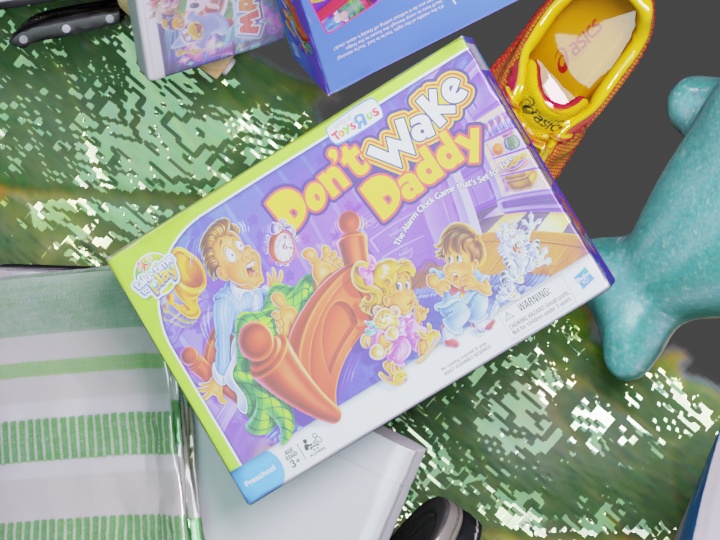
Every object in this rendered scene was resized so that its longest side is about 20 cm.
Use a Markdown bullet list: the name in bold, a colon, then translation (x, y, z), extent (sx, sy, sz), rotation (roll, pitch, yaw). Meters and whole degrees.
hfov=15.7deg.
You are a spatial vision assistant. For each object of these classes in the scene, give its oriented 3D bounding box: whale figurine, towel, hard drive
- **whale figurine**: translation (0.181, -0.028, 1.255), extent (0.199, 0.104, 0.160), rotation (-32, 67, 20)
- **towel**: translation (-0.149, 0.101, 1.313), extent (0.151, 0.023, 0.202), rotation (-7, 89, 23)
- **hard drive**: translation (-0.063, 0.153, 1.308), extent (0.131, 0.026, 0.201), rotation (25, 98, 20)

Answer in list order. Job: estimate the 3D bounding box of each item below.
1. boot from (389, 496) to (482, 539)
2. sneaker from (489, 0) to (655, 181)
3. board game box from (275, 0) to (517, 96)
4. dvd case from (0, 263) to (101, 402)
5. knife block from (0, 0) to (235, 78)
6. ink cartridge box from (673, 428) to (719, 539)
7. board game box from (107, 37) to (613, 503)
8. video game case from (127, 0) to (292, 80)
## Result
- **boot**: translation (0.058, 0.228, 1.311), extent (0.153, 0.073, 0.205), rotation (21, 95, -12)
- **sneaker**: translation (0.072, -0.067, 1.285), extent (0.073, 0.077, 0.201), rotation (32, 100, 1)
- **board game box**: translation (0.046, -0.187, 1.226), extent (0.199, 0.045, 0.135), rotation (-27, 129, -11)
- **dvd case**: translation (-0.090, 0.075, 1.343), extent (0.198, 0.025, 0.152), rotation (2, 96, 7)
- **knife block**: translation (-0.109, -0.187, 1.286), extent (0.175, 0.064, 0.200), rotation (37, 99, -9)
- **ink cartridge box**: translation (0.197, 0.203, 1.225), extent (0.146, 0.146, 0.201), rotation (21, 124, 4)
- **board game box**: translation (0.000, 0.000, 1.235), extent (0.199, 0.045, 0.135), rotation (-32, 88, 9)
- **video game case**: translation (-0.020, -0.181, 1.235), extent (0.199, 0.018, 0.144), rotation (-19, 128, -17)
